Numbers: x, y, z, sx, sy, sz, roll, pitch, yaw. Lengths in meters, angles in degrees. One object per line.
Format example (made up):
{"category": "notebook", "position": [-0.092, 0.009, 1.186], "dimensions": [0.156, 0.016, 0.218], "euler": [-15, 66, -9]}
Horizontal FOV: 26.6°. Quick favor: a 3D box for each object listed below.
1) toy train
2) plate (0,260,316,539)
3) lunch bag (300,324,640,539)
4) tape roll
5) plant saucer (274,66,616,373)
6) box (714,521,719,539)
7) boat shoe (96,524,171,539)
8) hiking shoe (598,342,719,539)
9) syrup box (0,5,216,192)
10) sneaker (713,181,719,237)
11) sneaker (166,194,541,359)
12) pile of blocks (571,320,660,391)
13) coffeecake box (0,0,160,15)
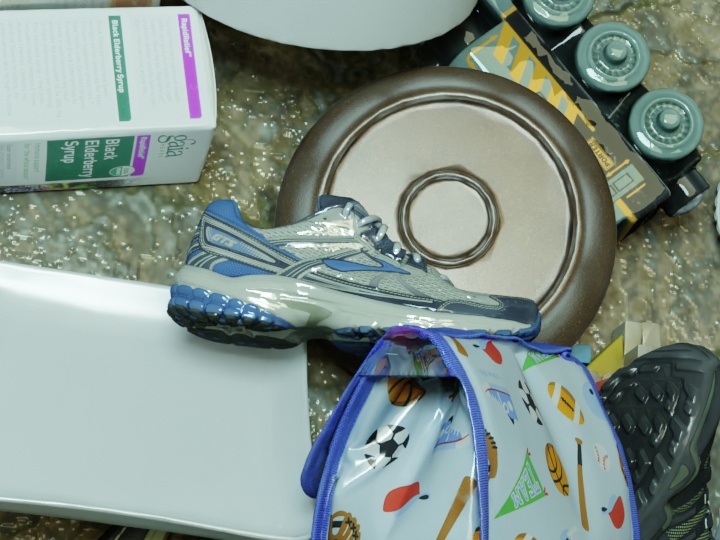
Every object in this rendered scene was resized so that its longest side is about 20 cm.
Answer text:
{"category": "toy train", "position": [0.124, -0.102, 0.941], "dimensions": [0.114, 0.085, 0.200], "euler": [-36, 82, -12]}
{"category": "plate", "position": [-0.126, 0.071, 0.801], "dimensions": [0.199, 0.032, 0.200], "euler": [8, 32, -10]}
{"category": "lunch bag", "position": [0.057, 0.130, 0.746], "dimensions": [0.170, 0.124, 0.200], "euler": [11, 80, -56]}
{"category": "tape roll", "position": [-0.021, -0.212, 0.899], "dimensions": [0.202, 0.071, 0.203], "euler": [6, 39, -5]}
{"category": "plant saucer", "position": [0.050, -0.027, 0.874], "dimensions": [0.200, 0.032, 0.200], "euler": [0, 79, 0]}
{"category": "box", "position": [0.274, 0.145, 0.831], "dimensions": [0.105, 0.184, 0.200], "euler": [25, 67, -2]}
{"category": "boat shoe", "position": [-0.175, 0.187, 0.771], "dimensions": [0.065, 0.073, 0.200], "euler": [42, 67, -2]}
{"category": "hiking shoe", "position": [0.160, 0.136, 0.843], "dimensions": [0.101, 0.076, 0.200], "euler": [16, 98, -41]}
{"category": "syrup box", "position": [-0.187, -0.095, 0.864], "dimensions": [0.200, 0.079, 0.082], "euler": [-3, 72, -14]}
{"category": "sneaker", "position": [0.293, -0.080, 0.964], "dimensions": [0.078, 0.090, 0.200], "euler": [33, 68, 0]}
{"category": "sneaker", "position": [0.000, 0.000, 0.815], "dimensions": [0.200, 0.077, 0.085], "euler": [8, 74, 1]}
{"category": "pile of blocks", "position": [0.109, 0.087, 0.878], "dimensions": [0.082, 0.062, 0.200], "euler": [43, 67, 4]}
{"category": "coffeecake box", "position": [-0.213, -0.179, 0.847], "dimensions": [0.200, 0.154, 0.073], "euler": [-4, 73, -15]}
